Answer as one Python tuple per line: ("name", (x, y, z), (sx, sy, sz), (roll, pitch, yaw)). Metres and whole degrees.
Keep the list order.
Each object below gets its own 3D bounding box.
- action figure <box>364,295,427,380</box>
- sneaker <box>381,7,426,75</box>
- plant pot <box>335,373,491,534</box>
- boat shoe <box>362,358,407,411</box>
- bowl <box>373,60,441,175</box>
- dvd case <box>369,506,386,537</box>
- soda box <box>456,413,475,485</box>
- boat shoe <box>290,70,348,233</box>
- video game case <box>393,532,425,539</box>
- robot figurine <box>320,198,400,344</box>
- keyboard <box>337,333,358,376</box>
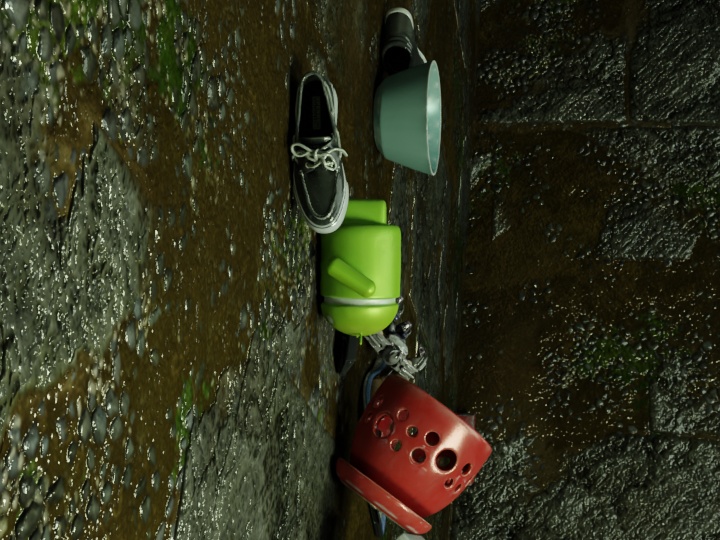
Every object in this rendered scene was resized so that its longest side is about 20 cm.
("action figure", (0.061, 0.117, 2.124), (0.131, 0.069, 0.200), (56, 11, -15))
("sneaker", (0.078, -0.376, 2.222), (0.201, 0.070, 0.100), (70, 25, -48))
("plant pot", (0.074, 0.289, 1.847), (0.183, 0.199, 0.201), (-54, 163, -7))
("boat shoe", (0.049, 0.206, 2.107), (0.200, 0.071, 0.073), (-65, 154, -65))
("bowl", (0.082, -0.272, 2.146), (0.201, 0.103, 0.204), (2, 90, -79))
("dvd case", (0.034, 0.374, 2.193), (0.201, 0.017, 0.144), (81, 16, -48))
("soda box", (0.299, 0.520, 3.504), (0.070, 0.062, 0.203), (8, 84, -78))
("boat shoe", (-0.052, -0.150, 1.519), (0.068, 0.072, 0.202), (42, 49, -82))
("video game case", (0.014, 0.451, 1.761), (0.022, 0.182, 0.200), (49, -1, 16))
("robot figurine", (0.000, 0.000, 1.709), (0.175, 0.114, 0.203), (-108, -161, -87))
("keyboard", (-0.008, 0.054, 1.848), (0.127, 0.020, 0.202), (122, -22, -56))
